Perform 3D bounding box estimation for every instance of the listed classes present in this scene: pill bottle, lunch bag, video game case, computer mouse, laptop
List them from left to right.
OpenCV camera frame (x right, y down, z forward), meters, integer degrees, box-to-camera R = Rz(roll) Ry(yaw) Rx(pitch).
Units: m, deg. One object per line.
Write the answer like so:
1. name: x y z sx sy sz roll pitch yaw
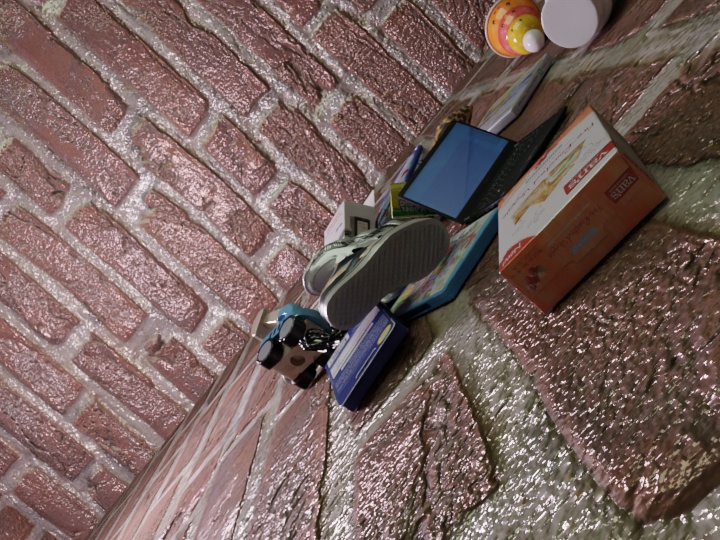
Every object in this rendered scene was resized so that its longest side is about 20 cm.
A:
1. computer mouse: 0.001 0.059 1.238 0.137 0.053 0.201 -9 37 47
2. lunch bag: 0.081 -0.126 1.497 0.201 0.074 0.162 -57 9 46
3. video game case: 0.106 0.001 1.054 0.144 0.018 0.200 -53 7 -24
4. laptop: 0.172 -0.167 1.157 0.179 0.103 0.200 -54 8 -24
5. video game case: 0.277 -0.308 1.554 0.183 0.022 0.200 -55 7 -32
6. pill bottle: 0.374 -0.463 1.350 0.114 0.114 0.201 -42 11 47

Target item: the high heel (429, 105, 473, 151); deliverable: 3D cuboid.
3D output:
1. high heel: 0.196 -0.275 1.747 0.201 0.071 0.143 -52 13 4

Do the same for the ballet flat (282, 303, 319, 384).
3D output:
1. ballet flat: -0.083 0.133 1.449 0.201 0.069 0.070 -51 5 30

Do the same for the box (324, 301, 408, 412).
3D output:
1. box: 0.006 0.106 1.032 0.122 0.032 0.200 -56 9 2

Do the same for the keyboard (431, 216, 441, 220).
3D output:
1. keyboard: 0.076 -0.022 1.416 0.201 0.011 0.056 -51 2 0

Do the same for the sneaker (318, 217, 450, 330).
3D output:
1. sneaker: 0.024 -0.004 1.056 0.198 0.079 0.079 -35 17 -12

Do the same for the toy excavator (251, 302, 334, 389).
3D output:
1. toy excavator: -0.125 0.108 1.402 0.194 0.099 0.202 -44 28 29

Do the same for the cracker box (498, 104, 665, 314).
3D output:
1. cracker box: 0.185 -0.062 0.715 0.134 0.057 0.201 -48 8 21

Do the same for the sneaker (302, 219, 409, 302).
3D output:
1. sneaker: 0.000 0.000 1.184 0.196 0.076 0.116 -24 26 12

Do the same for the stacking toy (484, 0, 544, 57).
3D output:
1. stacking toy: 0.378 -0.548 1.849 0.147 0.145 0.201 -48 24 14

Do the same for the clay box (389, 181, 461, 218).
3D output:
1. clay box: 0.103 -0.116 1.285 0.112 0.049 0.200 -5 9 2

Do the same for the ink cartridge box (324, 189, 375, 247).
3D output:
1. ink cartridge box: -0.021 -0.043 1.476 0.116 0.066 0.204 128 147 -53
